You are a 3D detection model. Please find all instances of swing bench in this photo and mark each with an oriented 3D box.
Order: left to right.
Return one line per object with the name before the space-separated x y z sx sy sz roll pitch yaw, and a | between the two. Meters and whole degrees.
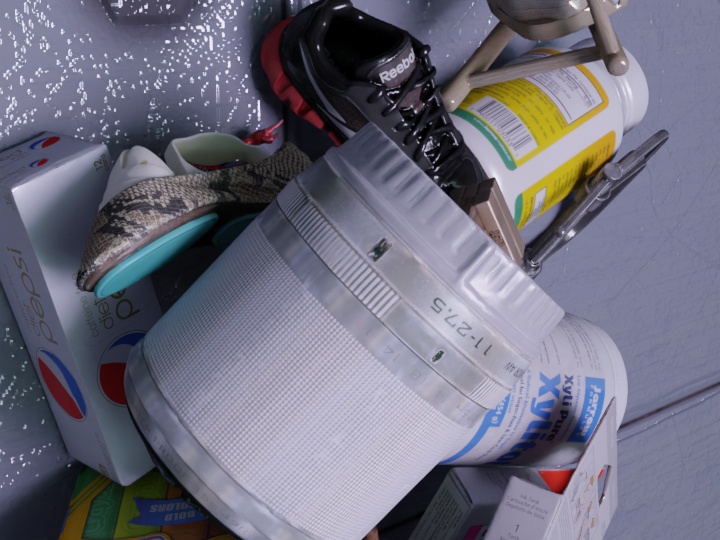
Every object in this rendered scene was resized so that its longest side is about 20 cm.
swing bench | 0.098 -0.249 0.738 0.199 0.129 0.200 62 33 -34

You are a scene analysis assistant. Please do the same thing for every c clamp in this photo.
c clamp | 0.173 -0.047 0.903 0.171 0.200 0.027 -41 81 -23

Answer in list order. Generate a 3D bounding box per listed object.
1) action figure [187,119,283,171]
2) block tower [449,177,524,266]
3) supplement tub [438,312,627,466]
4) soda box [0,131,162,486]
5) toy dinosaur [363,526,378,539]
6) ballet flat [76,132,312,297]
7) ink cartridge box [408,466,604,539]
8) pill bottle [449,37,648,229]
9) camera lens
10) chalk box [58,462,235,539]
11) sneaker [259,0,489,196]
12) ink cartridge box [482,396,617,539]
action figure | -0.061 -0.057 0.739 0.200 0.066 0.052 -9 150 -41
block tower | 0.000 0.000 0.724 0.058 0.199 0.054 64 24 -21
supplement tub | 0.103 0.088 0.883 0.200 0.132 0.132 9 95 -43
soda box | -0.162 0.024 0.664 0.064 0.068 0.201 -33 122 -34
toy dinosaur | -0.006 0.241 0.770 0.086 0.136 0.200 1 141 -31
ballet flat | -0.094 -0.040 0.629 0.200 0.068 0.075 -21 75 -52
ink cartridge box | 0.105 0.247 0.924 0.173 0.044 0.200 7 122 -34
pill bottle | 0.130 -0.105 0.865 0.200 0.113 0.113 -34 123 -31
camera lens | -0.013 0.043 0.599 0.200 0.160 0.160 -46 132 6
chalk box | -0.107 0.201 0.655 0.124 0.200 0.124 -7 110 -3
sneaker | 0.023 -0.098 0.725 0.200 0.098 0.071 46 63 -4
ink cartridge box | 0.140 0.205 0.843 0.176 0.045 0.200 -59 153 -26
